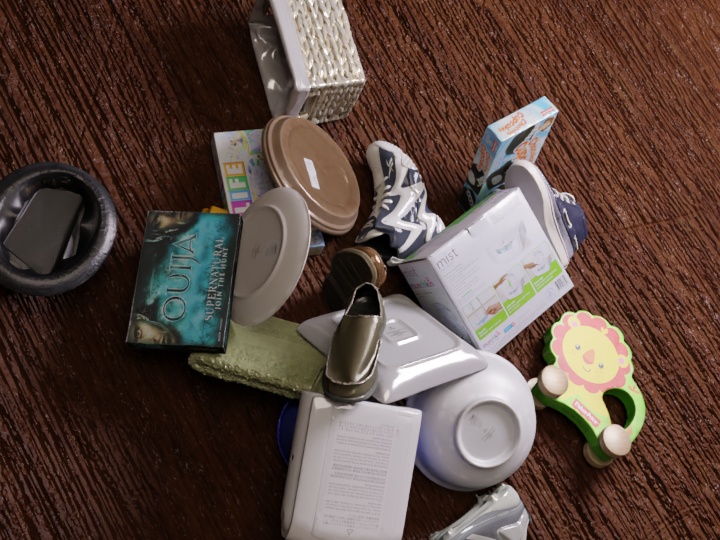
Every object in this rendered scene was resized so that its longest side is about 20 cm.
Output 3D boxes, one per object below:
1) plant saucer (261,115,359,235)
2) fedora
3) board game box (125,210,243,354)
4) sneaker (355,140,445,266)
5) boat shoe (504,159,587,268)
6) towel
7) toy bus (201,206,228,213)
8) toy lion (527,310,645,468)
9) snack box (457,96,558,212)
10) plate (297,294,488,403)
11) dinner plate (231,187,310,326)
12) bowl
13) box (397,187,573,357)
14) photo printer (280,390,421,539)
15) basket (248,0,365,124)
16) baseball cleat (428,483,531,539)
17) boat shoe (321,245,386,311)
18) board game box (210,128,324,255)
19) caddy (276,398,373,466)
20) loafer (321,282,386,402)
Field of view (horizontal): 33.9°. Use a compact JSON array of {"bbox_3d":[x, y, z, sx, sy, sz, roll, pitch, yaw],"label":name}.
[{"bbox_3d":[-0.066,-0.146,1.740,0.200,0.029,0.201,37,36,-33],"label":"plant saucer"},{"bbox_3d":[-0.430,-0.045,1.622,0.198,0.092,0.203,6,67,-13],"label":"fedora"},{"bbox_3d":[-0.237,0.014,1.606,0.134,0.028,0.202,2,63,4],"label":"board game box"},{"bbox_3d":[0.033,-0.094,1.780,0.129,0.079,0.201,-24,86,-32],"label":"sneaker"},{"bbox_3d":[0.289,-0.101,1.823,0.093,0.074,0.201,-45,127,-32],"label":"boat shoe"},{"bbox_3d":[-0.122,0.115,1.611,0.198,0.037,0.149,13,30,12],"label":"towel"},{"bbox_3d":[-0.242,0.005,1.670,0.077,0.065,0.202,15,65,-6],"label":"toy bus"},{"bbox_3d":[0.350,0.165,1.777,0.200,0.069,0.192,44,56,5],"label":"toy lion"},{"bbox_3d":[0.221,-0.170,1.797,0.116,0.201,0.037,-30,68,-24],"label":"snack box"},{"bbox_3d":[0.046,0.094,1.622,0.198,0.033,0.200,-15,38,-37],"label":"plate"},{"bbox_3d":[-0.139,-0.023,1.625,0.024,0.199,0.202,22,59,-39],"label":"dinner plate"},{"bbox_3d":[0.164,0.216,1.638,0.199,0.090,0.204,-1,95,-14],"label":"bowl"},{"bbox_3d":[0.186,0.007,1.742,0.199,0.096,0.177,-37,101,-25],"label":"box"},{"bbox_3d":[-0.014,0.265,1.513,0.165,0.069,0.202,10,86,-17],"label":"photo printer"},{"bbox_3d":[-0.083,-0.335,1.820,0.122,0.136,0.202,-10,71,-21],"label":"basket"},{"bbox_3d":[0.156,0.382,1.622,0.199,0.070,0.107,-34,90,-19],"label":"baseball cleat"},{"bbox_3d":[0.000,0.000,1.663,0.068,0.200,0.072,-29,87,-21],"label":"boat shoe"},{"bbox_3d":[-0.140,-0.115,1.766,0.133,0.034,0.202,-8,70,-18],"label":"board game box"},{"bbox_3d":[-0.027,0.246,1.604,0.140,0.105,0.201,-27,94,-16],"label":"caddy"},{"bbox_3d":[-0.009,0.089,1.520,0.074,0.070,0.201,2,38,7],"label":"loafer"}]
